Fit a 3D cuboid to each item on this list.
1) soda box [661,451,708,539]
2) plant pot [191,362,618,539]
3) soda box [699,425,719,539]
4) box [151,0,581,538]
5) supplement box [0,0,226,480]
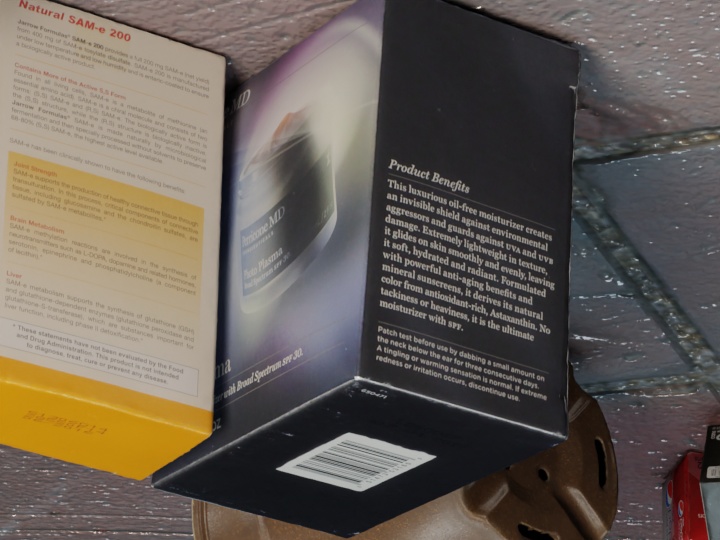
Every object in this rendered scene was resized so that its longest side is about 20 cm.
[{"bbox_3d":[0.305,0.169,1.937,0.198,0.064,0.070,5,158,-8],"label":"soda box"},{"bbox_3d":[0.037,0.136,1.738,0.199,0.202,0.198,21,144,-38],"label":"plant pot"},{"bbox_3d":[0.317,0.137,1.826,0.198,0.063,0.071,-4,122,16],"label":"soda box"},{"bbox_3d":[0.000,0.000,1.380,0.123,0.200,0.200,17,153,-27],"label":"box"},{"bbox_3d":[-0.135,-0.017,1.350,0.125,0.201,0.073,17,150,-29],"label":"supplement box"}]
